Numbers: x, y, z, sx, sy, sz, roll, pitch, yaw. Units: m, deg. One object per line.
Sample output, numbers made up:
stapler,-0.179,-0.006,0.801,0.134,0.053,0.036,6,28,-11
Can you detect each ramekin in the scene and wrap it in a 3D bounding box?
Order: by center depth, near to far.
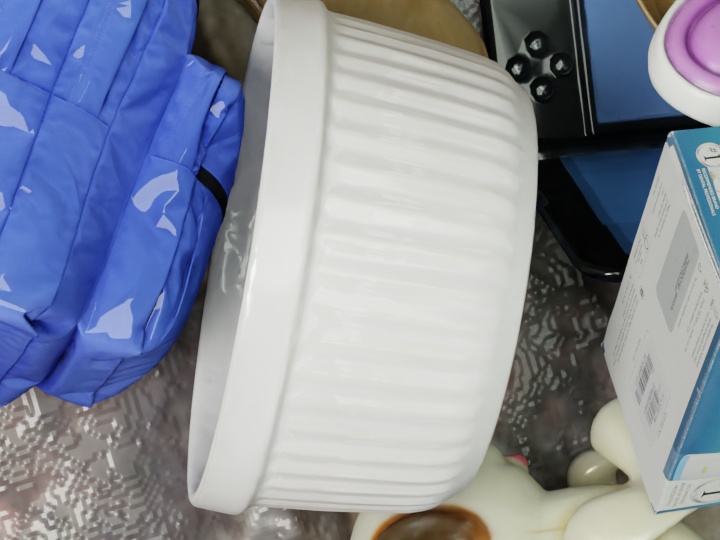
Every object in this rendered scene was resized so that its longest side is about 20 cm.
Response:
ramekin,0.000,0.000,1.065,0.104,0.200,0.202,9,84,-6

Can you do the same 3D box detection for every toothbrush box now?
toothbrush box,0.208,0.011,1.061,0.199,0.147,0.086,-7,56,-13

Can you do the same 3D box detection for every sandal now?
sandal,0.185,-0.135,1.130,0.082,0.050,0.203,25,55,9

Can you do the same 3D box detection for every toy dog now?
toy dog,0.087,0.147,1.129,0.199,0.140,0.195,26,79,1

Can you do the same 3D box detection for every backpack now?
backpack,-0.132,-0.057,1.079,0.167,0.162,0.201,19,69,-17

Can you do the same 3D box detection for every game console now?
game console,0.163,-0.085,1.166,0.199,0.118,0.172,-6,87,-14

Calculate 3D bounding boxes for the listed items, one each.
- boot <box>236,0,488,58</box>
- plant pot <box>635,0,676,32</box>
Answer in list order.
boot,-0.002,-0.128,1.088,0.175,0.200,0.066,34,78,-8
plant pot,0.204,-0.127,1.175,0.199,0.028,0.201,4,55,-6
